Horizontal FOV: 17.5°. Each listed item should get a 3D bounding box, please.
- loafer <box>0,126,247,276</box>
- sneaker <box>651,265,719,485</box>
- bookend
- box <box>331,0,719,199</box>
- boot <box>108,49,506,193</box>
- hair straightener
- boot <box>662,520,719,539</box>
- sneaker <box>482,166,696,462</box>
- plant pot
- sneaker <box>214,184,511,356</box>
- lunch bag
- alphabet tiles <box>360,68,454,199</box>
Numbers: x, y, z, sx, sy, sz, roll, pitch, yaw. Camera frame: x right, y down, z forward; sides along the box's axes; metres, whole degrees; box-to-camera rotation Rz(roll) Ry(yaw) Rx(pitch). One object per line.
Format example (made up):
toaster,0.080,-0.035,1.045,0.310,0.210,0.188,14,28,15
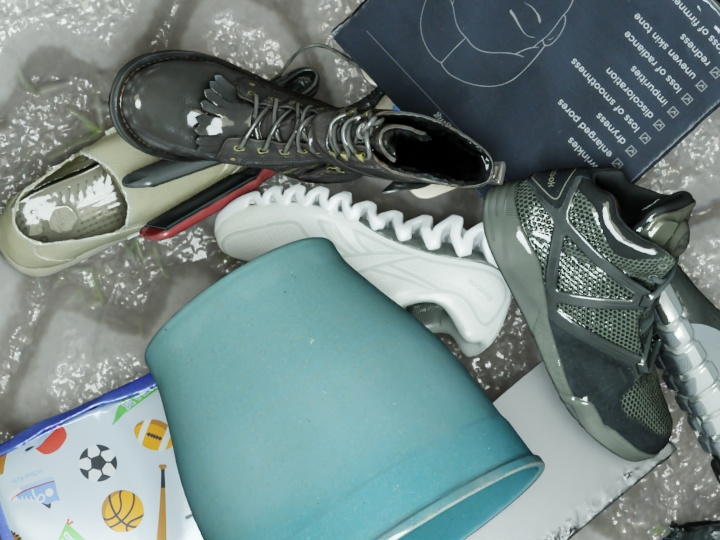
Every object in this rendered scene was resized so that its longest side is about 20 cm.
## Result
loafer,-0.146,-0.058,1.522,0.199,0.068,0.076,-32,90,-3
sneaker,0.262,0.060,1.532,0.115,0.075,0.201,-28,100,-6
bookend,0.060,0.104,1.512,0.198,0.092,0.200,-39,86,-6
box,0.127,-0.151,1.451,0.200,0.124,0.197,47,116,0
boot,-0.032,-0.087,1.400,0.199,0.174,0.070,10,90,-31
hair straightener,-0.066,-0.094,1.498,0.199,0.041,0.077,-28,109,-21
boot,0.239,0.243,1.462,0.076,0.200,0.169,-7,92,-10
sneaker,0.162,0.023,1.404,0.114,0.076,0.200,-17,109,27
plant pot,-0.026,0.093,1.377,0.200,0.200,0.188,-34,77,-1
sneaker,0.000,0.000,1.462,0.199,0.075,0.081,11,70,12
lunch bag,-0.133,0.173,1.494,0.169,0.124,0.201,-25,99,-3
alphabet tiles,0.104,-0.134,1.555,0.195,0.015,0.201,-22,90,-1
